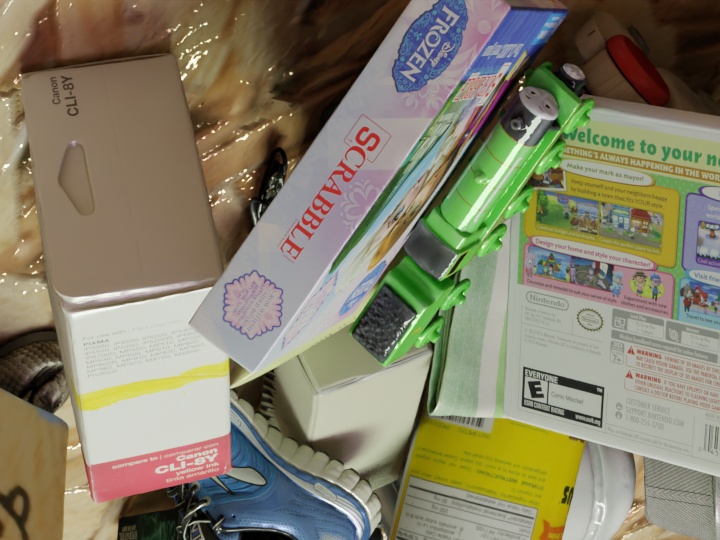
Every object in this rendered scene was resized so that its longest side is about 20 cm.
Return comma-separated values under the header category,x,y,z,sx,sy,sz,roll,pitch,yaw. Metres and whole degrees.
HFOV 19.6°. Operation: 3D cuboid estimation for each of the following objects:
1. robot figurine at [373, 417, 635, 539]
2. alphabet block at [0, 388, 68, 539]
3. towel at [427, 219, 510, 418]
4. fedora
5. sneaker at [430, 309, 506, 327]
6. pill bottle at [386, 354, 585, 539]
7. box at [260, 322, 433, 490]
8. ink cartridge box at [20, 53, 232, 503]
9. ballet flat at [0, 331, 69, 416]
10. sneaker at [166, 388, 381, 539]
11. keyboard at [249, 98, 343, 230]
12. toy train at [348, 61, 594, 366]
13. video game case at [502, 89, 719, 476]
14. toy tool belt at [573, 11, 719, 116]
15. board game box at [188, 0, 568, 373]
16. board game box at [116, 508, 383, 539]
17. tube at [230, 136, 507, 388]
category,x,y,z,sx,sy,sz,roll,pitch,yaw
robot figurine,0.107,0.145,1.453,0.199,0.113,0.170,-3,131,-22
alphabet block,-0.294,0.170,1.160,0.195,0.201,0.196,30,126,-31
towel,0.136,0.016,1.258,0.199,0.154,0.023,5,-174,-33
fedora,0.248,0.119,1.467,0.090,0.200,0.178,4,123,24
sneaker,0.099,0.030,1.310,0.199,0.071,0.082,6,143,-29
pill bottle,0.077,0.153,1.325,0.109,0.201,0.109,14,176,1
box,-0.014,0.079,1.305,0.082,0.069,0.200,-20,155,-17
ink cartridge box,-0.119,0.007,1.083,0.083,0.146,0.200,-10,149,-9
ballet flat,-0.251,0.100,1.261,0.199,0.047,0.067,-28,149,15
sneaker,-0.088,0.125,1.252,0.199,0.089,0.079,31,152,0
keyboard,-0.020,-0.050,1.164,0.104,0.040,0.200,-22,157,-23
toy train,0.055,-0.027,1.085,0.056,0.042,0.200,-29,157,-52
video game case,0.162,0.010,1.063,0.022,0.199,0.183,-20,117,-50
toy tool belt,0.148,-0.045,1.166,0.123,0.125,0.200,-39,144,17
board game box,0.015,-0.055,0.995,0.200,0.041,0.200,-55,173,14
board game box,-0.078,0.179,1.391,0.134,0.028,0.200,7,170,-16
tube,0.000,0.000,1.174,0.200,0.052,0.058,-36,152,7
